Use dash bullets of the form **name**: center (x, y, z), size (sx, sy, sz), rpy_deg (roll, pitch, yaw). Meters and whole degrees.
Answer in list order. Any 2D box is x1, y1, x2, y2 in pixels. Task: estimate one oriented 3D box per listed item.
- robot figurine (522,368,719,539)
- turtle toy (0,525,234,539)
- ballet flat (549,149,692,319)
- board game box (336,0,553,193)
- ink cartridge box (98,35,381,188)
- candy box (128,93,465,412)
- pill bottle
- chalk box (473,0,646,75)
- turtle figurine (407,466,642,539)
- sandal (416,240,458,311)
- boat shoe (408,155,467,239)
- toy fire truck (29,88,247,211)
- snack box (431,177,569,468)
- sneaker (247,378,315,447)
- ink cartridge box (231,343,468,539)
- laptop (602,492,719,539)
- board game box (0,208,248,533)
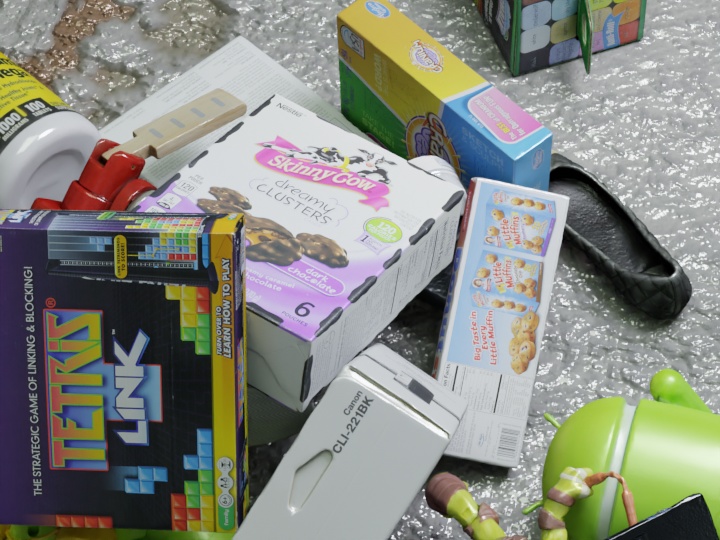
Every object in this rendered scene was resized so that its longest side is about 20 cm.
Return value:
- **robot figurine**: center (0.215, 0.152, 1.366), size (0.200, 0.116, 0.176), rpy_deg (11, 60, 11)
- **turtle toy**: center (-0.180, 0.169, 1.375), size (0.200, 0.101, 0.146), rpy_deg (11, 41, 14)
- **ballet flat**: center (0.187, -0.041, 1.549), size (0.066, 0.057, 0.200), rpy_deg (-32, 58, -21)
- **board game box**: center (0.063, -0.103, 1.541), size (0.040, 0.153, 0.200), rpy_deg (-35, 59, -22)
- **ink cartridge box**: center (-0.090, -0.086, 1.601), size (0.162, 0.050, 0.200), rpy_deg (-37, 62, -23)
- **candy box**: center (-0.051, -0.018, 1.371), size (0.168, 0.072, 0.200), rpy_deg (27, 45, 20)
- **pill bottle**: center (-0.308, -0.119, 1.583), size (0.200, 0.113, 0.112), rpy_deg (37, 62, 26)
- **chalk box**: center (0.165, -0.256, 1.671), size (0.124, 0.125, 0.200), rpy_deg (-18, 56, -10)
- **turtle figurine**: center (0.095, 0.211, 1.328), size (0.064, 0.200, 0.161), rpy_deg (5, 13, -45)
- **sandal**: center (0.031, -0.025, 1.559), size (0.076, 0.043, 0.200), rpy_deg (-30, 47, -24)
- **boat shoe**: center (0.000, 0.000, 1.483), size (0.200, 0.072, 0.069), rpy_deg (-35, 55, 6)
- **toy fire truck**: center (-0.143, -0.037, 1.489), size (0.176, 0.129, 0.200), rpy_deg (31, 98, 23)
- **snack box**: center (0.096, 0.038, 1.437), size (0.072, 0.024, 0.200), rpy_deg (12, 88, -10)
- **sneaker**: center (-0.134, 0.061, 1.369), size (0.200, 0.074, 0.116), rpy_deg (1, 47, -11)
- **ink cartridge box**: center (-0.004, 0.133, 1.303), size (0.084, 0.200, 0.144), rpy_deg (33, 95, 5)
- **laptop**: center (0.178, 0.265, 1.234), size (0.200, 0.178, 0.103), rpy_deg (-24, 12, -16)
- **board game box**: center (-0.155, 0.063, 1.262), size (0.165, 0.200, 0.057), rpy_deg (0, 15, 3)
